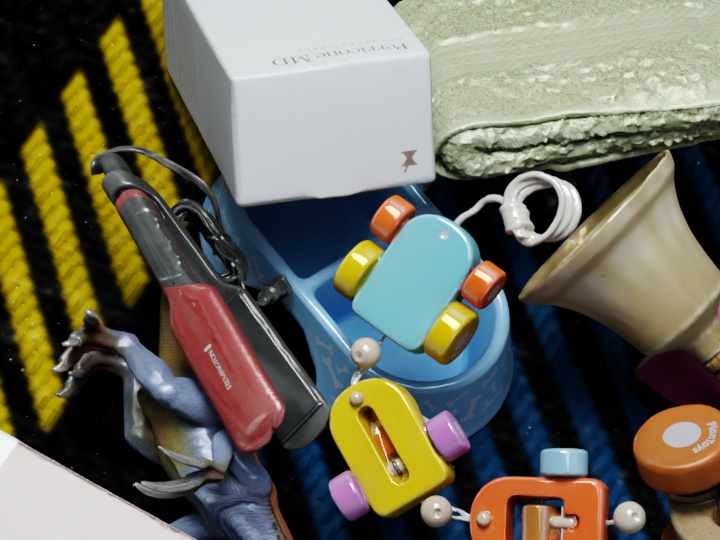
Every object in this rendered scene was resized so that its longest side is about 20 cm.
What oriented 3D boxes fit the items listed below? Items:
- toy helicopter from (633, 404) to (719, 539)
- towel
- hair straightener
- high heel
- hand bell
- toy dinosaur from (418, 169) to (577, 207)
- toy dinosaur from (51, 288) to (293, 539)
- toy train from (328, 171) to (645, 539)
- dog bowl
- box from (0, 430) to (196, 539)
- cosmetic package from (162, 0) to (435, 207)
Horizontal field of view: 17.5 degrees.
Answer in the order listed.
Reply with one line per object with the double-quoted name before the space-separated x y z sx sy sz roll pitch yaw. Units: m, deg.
"toy helicopter" 0.232 0.081 1.082 0.200 0.079 0.132 -37 36 -27
"towel" 0.120 -0.111 1.211 0.200 0.037 0.148 -10 42 -4
"hair straightener" -0.074 0.010 1.158 0.077 0.041 0.200 6 39 -51
"high heel" 0.208 -0.012 1.245 0.096 0.067 0.200 19 72 -9
"hand bell" 0.185 0.047 1.156 0.200 0.104 0.104 45 62 0
"toy dinosaur" 0.107 -0.104 1.276 0.200 0.077 0.102 -40 79 -23
"toy dinosaur" -0.064 0.087 1.125 0.181 0.105 0.200 35 58 7
"toy train" 0.060 0.058 1.119 0.150 0.056 0.200 -5 80 14
"dog bowl" 0.000 0.000 1.214 0.111 0.050 0.200 -31 69 -23
"box" -0.149 0.196 0.990 0.164 0.200 0.166 28 61 8
"cosmetic package" -0.037 -0.107 1.200 0.101 0.071 0.200 -8 27 -13
